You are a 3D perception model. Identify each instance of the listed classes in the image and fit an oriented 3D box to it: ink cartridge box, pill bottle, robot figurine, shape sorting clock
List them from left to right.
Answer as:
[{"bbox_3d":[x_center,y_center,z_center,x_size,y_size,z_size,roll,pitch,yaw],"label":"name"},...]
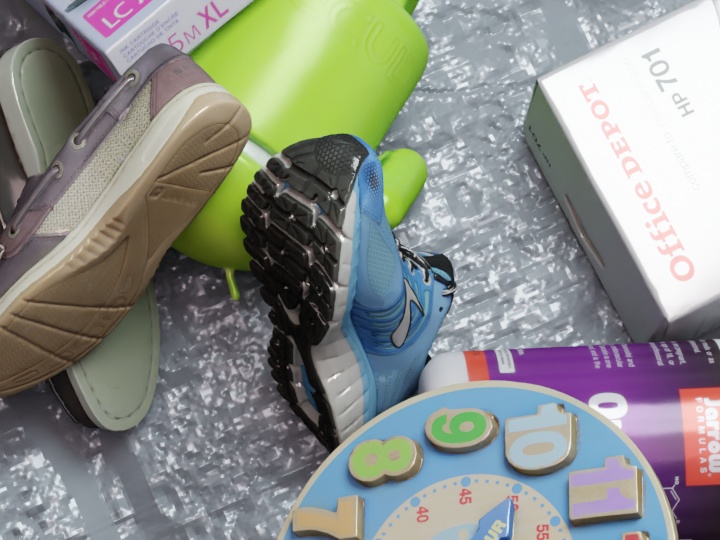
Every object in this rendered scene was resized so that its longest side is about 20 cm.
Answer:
[{"bbox_3d":[-0.120,-0.174,1.371,0.119,0.042,0.200,-40,41,-8],"label":"ink cartridge box"},{"bbox_3d":[-0.044,-0.087,1.368,0.175,0.116,0.200,32,78,1],"label":"robot figurine"},{"bbox_3d":[0.047,0.142,1.223,0.200,0.039,0.200,-9,61,16],"label":"shape sorting clock"},{"bbox_3d":[0.130,0.091,1.332,0.200,0.112,0.113,-3,77,-2],"label":"pill bottle"},{"bbox_3d":[0.204,-0.067,1.386,0.200,0.086,0.147,-26,79,-9],"label":"ink cartridge box"}]

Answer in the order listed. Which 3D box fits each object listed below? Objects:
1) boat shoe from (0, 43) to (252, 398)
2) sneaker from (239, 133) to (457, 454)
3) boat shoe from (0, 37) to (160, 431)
[{"bbox_3d":[-0.133,-0.023,1.300,0.200,0.072,0.065,-49,57,19],"label":"boat shoe"},{"bbox_3d":[0.000,0.000,1.322,0.090,0.200,0.078,-30,56,-20],"label":"sneaker"},{"bbox_3d":[-0.156,-0.014,1.378,0.061,0.072,0.201,-15,88,38],"label":"boat shoe"}]
